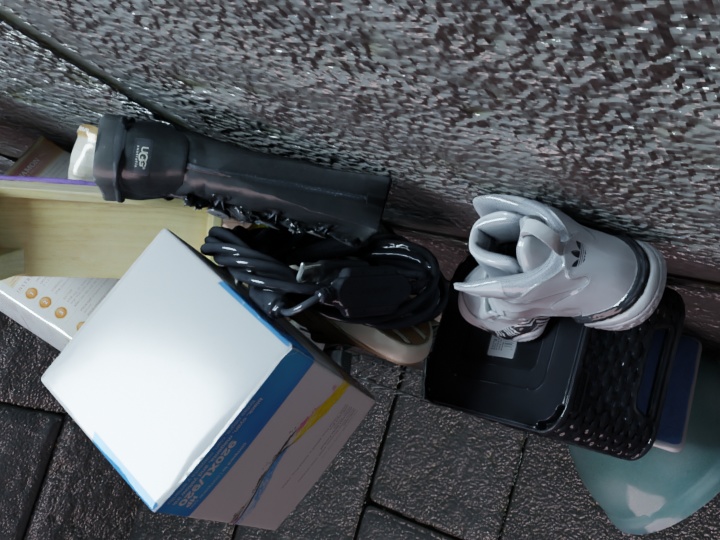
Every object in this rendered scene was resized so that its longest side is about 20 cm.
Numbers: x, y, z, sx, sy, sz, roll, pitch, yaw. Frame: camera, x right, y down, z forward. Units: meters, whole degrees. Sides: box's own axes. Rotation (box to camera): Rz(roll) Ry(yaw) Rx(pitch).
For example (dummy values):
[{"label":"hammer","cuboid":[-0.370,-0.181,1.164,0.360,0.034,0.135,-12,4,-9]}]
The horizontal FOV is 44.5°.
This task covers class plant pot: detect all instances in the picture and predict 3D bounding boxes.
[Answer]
[{"label":"plant pot","cuboid":[0.288,0.149,0.911,0.134,0.201,0.200,43,170,-3]}]

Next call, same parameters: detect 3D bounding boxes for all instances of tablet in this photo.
[{"label":"tablet","cuboid":[0.218,0.092,0.846,0.198,0.131,0.014,15,143,17]}]

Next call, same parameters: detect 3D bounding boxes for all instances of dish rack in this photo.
[{"label":"dish rack","cuboid":[0.038,0.086,1.096,0.198,0.155,0.054,21,155,-33]}]

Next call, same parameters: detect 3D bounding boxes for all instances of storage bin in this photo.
[{"label":"storage bin","cuboid":[0.150,0.064,0.722,0.093,0.137,0.199,20,172,-23]}]

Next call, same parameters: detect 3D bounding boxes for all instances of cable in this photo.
[{"label":"cable","cuboid":[-0.024,0.000,0.677,0.162,0.052,0.199,21,-162,40]}]

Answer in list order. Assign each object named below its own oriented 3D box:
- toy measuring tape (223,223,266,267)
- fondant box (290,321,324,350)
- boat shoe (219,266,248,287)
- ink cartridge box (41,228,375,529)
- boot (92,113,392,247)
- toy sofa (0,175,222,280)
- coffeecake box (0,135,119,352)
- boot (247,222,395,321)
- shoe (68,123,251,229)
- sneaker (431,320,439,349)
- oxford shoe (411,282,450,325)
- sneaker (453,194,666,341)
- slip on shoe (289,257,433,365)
[{"label":"toy measuring tape","cuboid":[-0.142,-0.012,1.006,0.198,0.075,0.073,-10,157,35]},{"label":"fondant box","cuboid":[-0.105,0.064,1.040,0.143,0.202,0.058,9,168,44]},{"label":"boat shoe","cuboid":[-0.181,0.011,0.938,0.198,0.064,0.074,0,142,4]},{"label":"ink cartridge box","cuboid":[-0.107,0.095,0.688,0.147,0.145,0.200,38,177,27]},{"label":"boot","cuboid":[-0.088,-0.067,0.654,0.197,0.067,0.165,8,-172,-12]},{"label":"toy sofa","cuboid":[-0.215,-0.039,0.738,0.197,0.084,0.098,2,-155,-15]},{"label":"coffeecake box","cuboid":[-0.274,-0.012,0.850,0.199,0.154,0.073,31,154,10]},{"label":"boot","cuboid":[-0.001,-0.001,0.867,0.153,0.074,0.203,-6,164,-44]},{"label":"shoe","cuboid":[-0.181,-0.071,0.814,0.069,0.054,0.199,9,169,45]},{"label":"sneaker","cuboid":[0.133,0.089,1.072,0.197,0.084,0.071,3,174,-12]},{"label":"oxford shoe","cuboid":[0.138,0.053,0.969,0.198,0.058,0.075,10,168,37]},{"label":"sneaker","cuboid":[0.104,-0.002,0.615,0.114,0.076,0.199,21,166,-25]},{"label":"slip on shoe","cuboid":[-0.018,0.034,0.731,0.075,0.061,0.199,-10,-149,-44]}]
